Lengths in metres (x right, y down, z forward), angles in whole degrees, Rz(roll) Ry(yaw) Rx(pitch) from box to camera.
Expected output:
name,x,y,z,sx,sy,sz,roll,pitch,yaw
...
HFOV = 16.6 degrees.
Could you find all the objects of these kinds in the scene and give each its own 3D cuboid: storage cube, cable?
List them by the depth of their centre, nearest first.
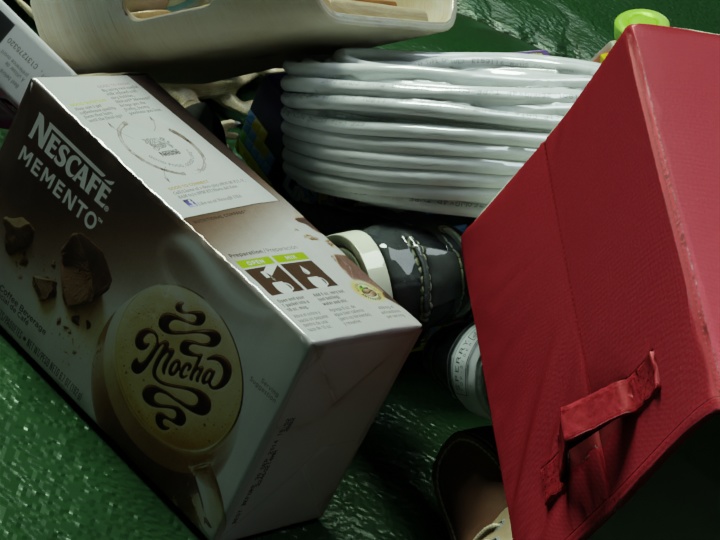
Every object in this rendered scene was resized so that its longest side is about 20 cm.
name,x,y,z,sx,sy,sz,roll,pitch,yaw
storage cube,0.162,0.024,1.026,0.199,0.171,0.180,6,56,-23
cable,0.058,-0.067,1.187,0.199,0.069,0.200,0,10,-23

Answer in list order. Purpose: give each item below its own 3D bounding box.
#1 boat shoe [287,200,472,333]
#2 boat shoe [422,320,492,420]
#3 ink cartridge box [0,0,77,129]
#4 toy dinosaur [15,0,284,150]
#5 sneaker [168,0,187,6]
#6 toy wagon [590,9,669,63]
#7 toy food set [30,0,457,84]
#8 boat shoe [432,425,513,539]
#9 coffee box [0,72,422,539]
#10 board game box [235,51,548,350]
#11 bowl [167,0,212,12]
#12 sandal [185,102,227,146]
name,x,y,z,sx,sy,sz,roll,pitch,yaw
boat shoe,0.000,0.000,1.186,0.067,0.072,0.200,-17,10,-18
boat shoe,0.122,0.050,1.158,0.199,0.072,0.071,16,5,-27
ink cartridge box,-0.212,-0.115,1.206,0.095,0.037,0.200,45,-14,-27
toy dinosaur,-0.105,-0.112,1.402,0.200,0.058,0.101,3,19,-43
sneaker,-0.178,-0.185,1.404,0.199,0.071,0.093,22,33,35
toy wagon,0.177,-0.050,1.430,0.039,0.156,0.200,-10,37,-11
toy food set,-0.052,-0.135,1.211,0.143,0.061,0.200,-10,0,24
boat shoe,0.074,0.137,1.072,0.072,0.076,0.200,8,30,-31
coffee box,-0.082,0.012,1.105,0.200,0.113,0.080,43,30,28
board game box,0.059,-0.042,1.332,0.200,0.057,0.165,-9,50,-36
bowl,-0.099,-0.224,1.467,0.201,0.201,0.105,34,45,14
sandal,-0.093,-0.041,1.233,0.045,0.075,0.200,55,4,-29
